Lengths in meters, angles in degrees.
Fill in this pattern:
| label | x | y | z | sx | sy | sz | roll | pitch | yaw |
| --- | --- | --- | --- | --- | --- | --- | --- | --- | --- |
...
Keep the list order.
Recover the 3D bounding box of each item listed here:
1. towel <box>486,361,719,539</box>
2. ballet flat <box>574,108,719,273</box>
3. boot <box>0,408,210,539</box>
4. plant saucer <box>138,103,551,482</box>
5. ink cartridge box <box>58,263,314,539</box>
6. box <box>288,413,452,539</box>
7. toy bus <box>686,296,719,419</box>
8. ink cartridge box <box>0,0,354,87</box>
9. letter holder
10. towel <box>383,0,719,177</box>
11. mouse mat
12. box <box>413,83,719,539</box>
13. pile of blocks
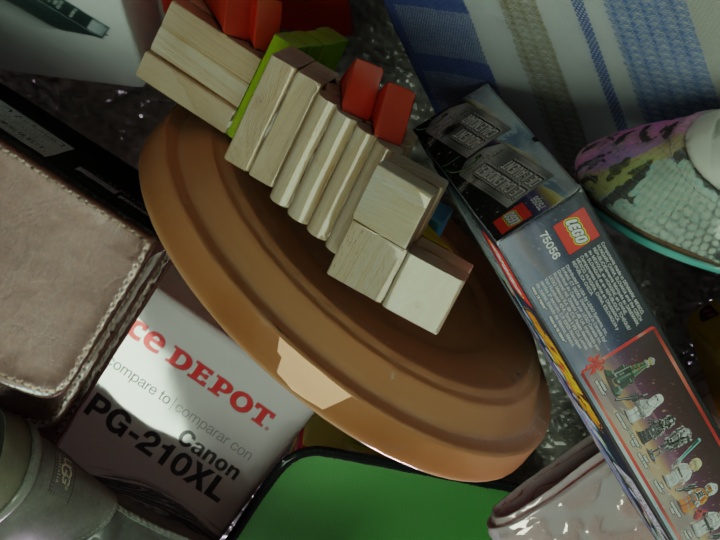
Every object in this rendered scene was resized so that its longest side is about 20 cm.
| label | x | y | z | sx | sy | sz | roll | pitch | yaw |
| --- | --- | --- | --- | --- | --- | --- | --- | --- | --- |
| towel | 0.181 | 0.131 | 1.123 | 0.191 | 0.032 | 0.200 | -34 | 112 | 1 |
| ballet flat | 0.173 | -0.019 | 0.904 | 0.199 | 0.069 | 0.071 | 28 | 135 | 15 |
| boot | -0.119 | 0.147 | 1.065 | 0.181 | 0.073 | 0.200 | -28 | 134 | 37 |
| plant saucer | 0.000 | 0.000 | 1.020 | 0.200 | 0.200 | 0.032 | 36 | 113 | -12 |
| ink cartridge box | -0.132 | 0.084 | 1.127 | 0.145 | 0.084 | 0.200 | 35 | 97 | -12 |
| box | 0.002 | 0.094 | 1.171 | 0.075 | 0.050 | 0.201 | 19 | 125 | -4 |
| toy bus | 0.209 | 0.098 | 1.067 | 0.078 | 0.065 | 0.201 | -24 | 111 | -4 |
| ink cartridge box | -0.099 | -0.142 | 0.988 | 0.173 | 0.044 | 0.200 | 8 | 151 | 11 |
| letter holder | -0.190 | -0.013 | 1.020 | 0.200 | 0.101 | 0.142 | 33 | 99 | 1 |
| towel | 0.100 | -0.082 | 0.965 | 0.199 | 0.024 | 0.147 | 12 | 146 | 33 |
| mouse mat | -0.022 | 0.161 | 1.157 | 0.160 | 0.008 | 0.200 | 15 | 121 | -41 |
| box | 0.096 | 0.036 | 0.980 | 0.040 | 0.137 | 0.200 | -32 | 113 | 0 |
| pile of blocks | -0.005 | -0.056 | 0.965 | 0.082 | 0.200 | 0.062 | 6 | 119 | -43 |
